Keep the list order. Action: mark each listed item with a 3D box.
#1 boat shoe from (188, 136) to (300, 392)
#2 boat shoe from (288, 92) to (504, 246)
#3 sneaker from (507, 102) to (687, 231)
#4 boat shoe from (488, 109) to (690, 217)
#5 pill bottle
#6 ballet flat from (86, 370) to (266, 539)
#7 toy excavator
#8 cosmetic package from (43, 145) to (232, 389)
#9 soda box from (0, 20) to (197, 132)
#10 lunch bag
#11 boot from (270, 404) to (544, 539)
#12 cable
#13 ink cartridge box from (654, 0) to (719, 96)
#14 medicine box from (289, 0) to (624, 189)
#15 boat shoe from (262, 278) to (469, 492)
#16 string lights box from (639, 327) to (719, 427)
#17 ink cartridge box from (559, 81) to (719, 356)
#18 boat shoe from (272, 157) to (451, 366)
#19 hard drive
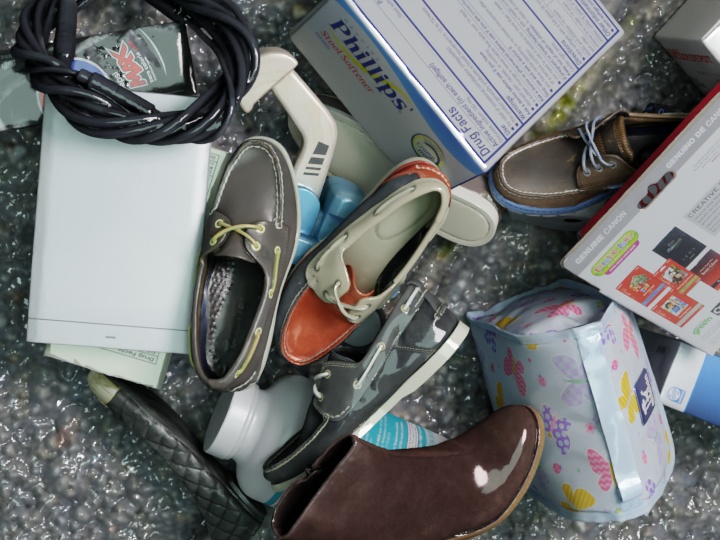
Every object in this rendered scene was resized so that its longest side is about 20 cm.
[{"bbox_3d":[-0.090,-0.006,1.298,0.071,0.061,0.203,7,88,9],"label":"boat shoe"},{"bbox_3d":[0.033,-0.095,1.423,0.199,0.072,0.060,29,49,-2],"label":"boat shoe"},{"bbox_3d":[0.226,-0.092,1.463,0.199,0.073,0.113,4,81,-7],"label":"sneaker"},{"bbox_3d":[0.204,-0.099,1.389,0.199,0.072,0.073,-13,70,-5],"label":"boat shoe"},{"bbox_3d":[-0.028,0.157,1.411,0.199,0.111,0.111,25,91,-12],"label":"pill bottle"},{"bbox_3d":[-0.160,0.157,1.409,0.057,0.066,0.200,-42,100,6],"label":"ballet flat"},{"bbox_3d":[-0.039,-0.061,1.379,0.194,0.100,0.201,21,99,-14],"label":"toy excavator"},{"bbox_3d":[-0.181,-0.016,1.373,0.103,0.087,0.201,18,91,-8],"label":"cosmetic package"},{"bbox_3d":[-0.236,-0.153,1.358,0.199,0.071,0.064,-12,96,-10],"label":"soda box"},{"bbox_3d":[0.184,0.108,1.401,0.126,0.200,0.171,-19,98,-8],"label":"lunch bag"},{"bbox_3d":[0.042,0.160,1.296,0.200,0.072,0.166,-47,138,3],"label":"boot"},{"bbox_3d":[-0.171,-0.169,1.286,0.163,0.051,0.200,-31,64,-24],"label":"cable"},{"bbox_3d":[0.358,-0.154,1.435,0.083,0.147,0.200,-43,101,2],"label":"ink cartridge box"},{"bbox_3d":[0.079,-0.193,1.361,0.200,0.103,0.182,-44,99,-27],"label":"medicine box"},{"bbox_3d":[-0.008,0.092,1.313,0.200,0.072,0.068,-44,98,7],"label":"boat shoe"},{"bbox_3d":[0.339,0.116,1.481,0.199,0.103,0.059,22,90,-12],"label":"string lights box"},{"bbox_3d":[0.274,-0.056,1.332,0.175,0.084,0.200,28,119,-26],"label":"ink cartridge box"},{"bbox_3d":[0.000,0.000,1.309,0.071,0.063,0.200,35,104,-20],"label":"boat shoe"},{"bbox_3d":[-0.187,-0.040,1.314,0.131,0.027,0.201,5,92,-5],"label":"hard drive"}]
